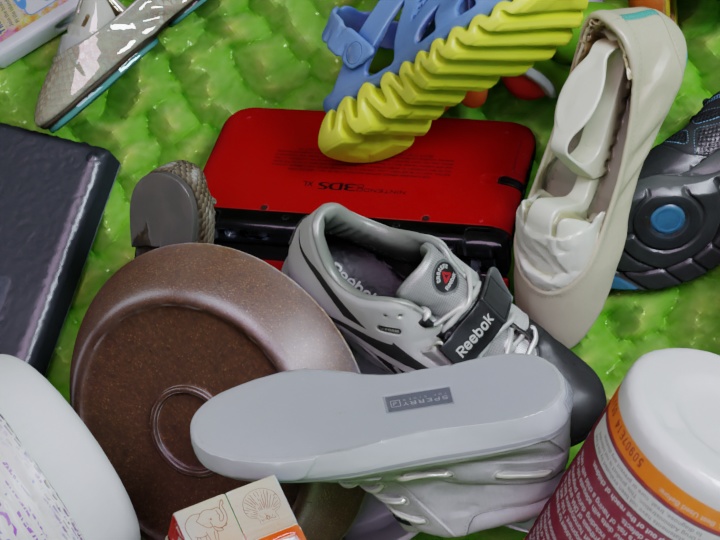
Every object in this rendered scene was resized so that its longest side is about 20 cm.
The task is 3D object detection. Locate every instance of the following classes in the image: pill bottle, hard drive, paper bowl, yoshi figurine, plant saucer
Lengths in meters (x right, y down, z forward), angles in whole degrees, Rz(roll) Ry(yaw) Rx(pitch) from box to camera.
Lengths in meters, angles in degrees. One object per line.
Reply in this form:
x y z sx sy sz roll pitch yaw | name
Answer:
0.143 0.148 0.980 0.114 0.114 0.201 41 125 21 | pill bottle
-0.247 0.004 1.205 0.138 0.033 0.202 14 76 17 | hard drive
-0.199 0.129 1.066 0.104 0.201 0.201 -36 67 -21 | paper bowl
0.088 -0.165 1.150 0.198 0.113 0.113 -3 56 14 | yoshi figurine
-0.088 0.086 1.078 0.199 0.034 0.202 8 109 24 | plant saucer

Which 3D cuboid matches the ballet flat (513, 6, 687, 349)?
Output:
0.118 -0.050 1.054 0.069 0.069 0.202 21 103 18 | ballet flat

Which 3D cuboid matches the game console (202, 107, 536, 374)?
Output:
0.000 0.000 1.158 0.198 0.119 0.173 5 43 14 | game console

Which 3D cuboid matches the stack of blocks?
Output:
-0.062 0.205 1.006 0.058 0.200 0.116 -19 66 -21 | stack of blocks

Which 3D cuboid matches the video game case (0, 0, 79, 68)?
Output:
-0.208 -0.261 1.287 0.181 0.024 0.201 -31 69 2 | video game case

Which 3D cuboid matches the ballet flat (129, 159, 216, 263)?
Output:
-0.114 0.029 1.122 0.067 0.046 0.202 17 114 20 | ballet flat

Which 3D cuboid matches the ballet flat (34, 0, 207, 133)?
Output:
-0.142 -0.170 1.217 0.200 0.067 0.062 -41 101 -10 | ballet flat

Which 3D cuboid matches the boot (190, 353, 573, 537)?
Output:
0.014 0.105 1.008 0.198 0.096 0.074 -5 38 1 | boot

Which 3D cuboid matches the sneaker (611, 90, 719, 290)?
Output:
0.203 -0.055 1.112 0.199 0.073 0.082 -25 34 13 | sneaker

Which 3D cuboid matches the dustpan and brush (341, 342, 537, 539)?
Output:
0.025 0.112 1.083 0.198 0.057 0.141 15 96 6 | dustpan and brush

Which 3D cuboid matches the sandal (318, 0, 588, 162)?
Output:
0.041 -0.136 1.074 0.199 0.079 0.088 -27 69 38 | sandal

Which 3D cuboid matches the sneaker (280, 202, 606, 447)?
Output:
0.046 0.030 1.039 0.199 0.089 0.074 28 66 5 | sneaker
